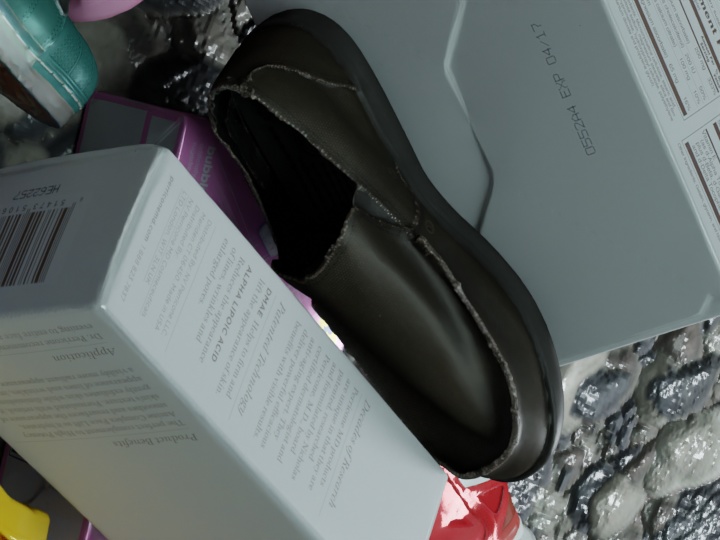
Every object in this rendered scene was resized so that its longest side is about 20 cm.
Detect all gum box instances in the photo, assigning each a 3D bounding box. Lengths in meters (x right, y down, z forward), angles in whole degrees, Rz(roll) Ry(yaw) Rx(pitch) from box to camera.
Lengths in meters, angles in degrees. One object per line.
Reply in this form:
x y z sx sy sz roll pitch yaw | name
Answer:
-0.071 0.039 1.003 0.113 0.066 0.202 12 93 -44 | gum box

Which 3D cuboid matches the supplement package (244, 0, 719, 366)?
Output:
0.069 -0.073 0.969 0.111 0.155 0.201 -31 99 -51 | supplement package

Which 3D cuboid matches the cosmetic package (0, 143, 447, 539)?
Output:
-0.063 0.049 0.890 0.200 0.101 0.074 50 47 -39 | cosmetic package

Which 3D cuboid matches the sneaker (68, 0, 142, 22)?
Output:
-0.085 -0.197 0.927 0.095 0.079 0.201 34 76 -32 | sneaker

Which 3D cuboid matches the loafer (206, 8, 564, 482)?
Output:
0.000 0.000 0.931 0.201 0.073 0.071 56 41 3 | loafer

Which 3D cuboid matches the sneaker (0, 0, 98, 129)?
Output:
-0.139 -0.146 0.848 0.080 0.071 0.201 -38 109 -14 | sneaker

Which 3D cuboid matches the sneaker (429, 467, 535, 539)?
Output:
-0.006 0.134 1.104 0.200 0.078 0.116 -44 121 -41 | sneaker

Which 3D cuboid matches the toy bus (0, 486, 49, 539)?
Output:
-0.179 0.104 0.890 0.200 0.135 0.193 54 48 -41 | toy bus
